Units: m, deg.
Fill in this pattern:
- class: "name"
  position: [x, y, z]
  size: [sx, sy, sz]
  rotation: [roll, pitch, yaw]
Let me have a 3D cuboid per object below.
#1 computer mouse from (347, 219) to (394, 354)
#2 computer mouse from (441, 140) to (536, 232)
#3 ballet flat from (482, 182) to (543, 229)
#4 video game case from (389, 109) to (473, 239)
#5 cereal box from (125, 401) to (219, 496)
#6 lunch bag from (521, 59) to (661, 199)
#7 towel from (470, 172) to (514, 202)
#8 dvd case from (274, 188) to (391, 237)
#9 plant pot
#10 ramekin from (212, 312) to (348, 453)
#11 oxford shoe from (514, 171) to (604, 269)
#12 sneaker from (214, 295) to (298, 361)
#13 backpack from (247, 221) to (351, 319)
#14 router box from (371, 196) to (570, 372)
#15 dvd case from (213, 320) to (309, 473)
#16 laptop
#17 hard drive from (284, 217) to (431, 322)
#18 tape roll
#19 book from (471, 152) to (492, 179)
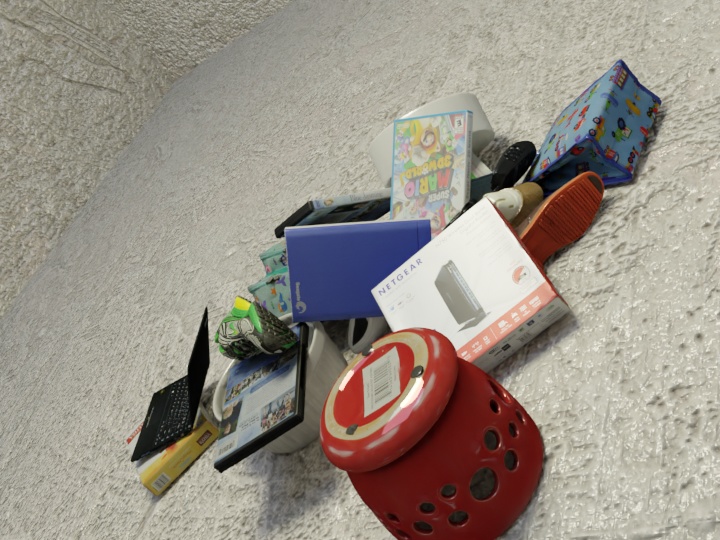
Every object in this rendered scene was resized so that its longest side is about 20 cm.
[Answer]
- class: "computer mouse"
  position: [0.027, 0.027, 1.325]
  size: [0.044, 0.202, 0.109]
  rotation: [13, 10, 25]
- class: "computer mouse"
  position: [0.177, -0.116, 1.287]
  size: [0.034, 0.059, 0.200]
  rotation: [39, 69, 21]
- class: "ballet flat"
  position: [0.171, -0.060, 1.252]
  size: [0.200, 0.072, 0.068]
  rotation: [-44, 47, -4]
- class: "video game case"
  position: [0.101, -0.127, 1.343]
  size: [0.142, 0.018, 0.202]
  rotation: [1, 88, 44]
- class: "cereal box"
  position: [-0.321, 0.277, 1.541]
  size: [0.144, 0.040, 0.200]
  rotation: [-46, 26, -8]
- class: "lunch bag"
  position: [0.304, -0.181, 1.298]
  size: [0.200, 0.094, 0.151]
  rotation: [-23, 33, 56]
- class: "towel"
  position: [0.151, -0.056, 1.340]
  size: [0.146, 0.022, 0.201]
  rotation: [-13, 48, 38]
- class: "dvd case"
  position: [-0.025, -0.096, 1.477]
  size: [0.199, 0.018, 0.143]
  rotation: [-12, -9, -31]
- class: "plant pot"
  position: [0.065, 0.177, 0.981]
  size: [0.200, 0.182, 0.201]
  rotation: [-36, 26, 21]
- class: "ramekin"
  position: [-0.106, 0.168, 1.325]
  size: [0.200, 0.105, 0.201]
  rotation: [-33, 28, 21]
- class: "oxford shoe"
  position: [0.237, -0.057, 1.211]
  size: [0.200, 0.071, 0.073]
  rotation: [-45, 22, -1]
- class: "sneaker"
  position: [-0.149, 0.094, 1.268]
  size: [0.085, 0.078, 0.200]
  rotation: [-55, 17, -10]
- class: "backpack"
  position: [-0.078, 0.017, 1.443]
  size: [0.199, 0.151, 0.177]
  rotation: [-30, -6, 37]
- class: "router box"
  position: [0.132, 0.037, 1.152]
  size: [0.200, 0.049, 0.180]
  rotation: [-40, 52, 13]
- class: "dvd case"
  position: [-0.129, 0.164, 1.222]
  size: [0.142, 0.018, 0.200]
  rotation: [-34, 27, 19]
- class: "laptop"
  position: [-0.314, 0.187, 1.511]
  size: [0.199, 0.103, 0.178]
  rotation: [-29, 25, 18]
- class: "hard drive"
  position: [0.000, 0.000, 1.260]
  size: [0.198, 0.133, 0.025]
  rotation: [-4, 14, 0]
- class: "tape roll"
  position: [0.114, -0.206, 1.487]
  size: [0.201, 0.071, 0.202]
  rotation: [-25, -9, -4]
- class: "book"
  position: [0.130, -0.089, 1.443]
  size: [0.200, 0.048, 0.134]
  rotation: [-41, 29, 8]
